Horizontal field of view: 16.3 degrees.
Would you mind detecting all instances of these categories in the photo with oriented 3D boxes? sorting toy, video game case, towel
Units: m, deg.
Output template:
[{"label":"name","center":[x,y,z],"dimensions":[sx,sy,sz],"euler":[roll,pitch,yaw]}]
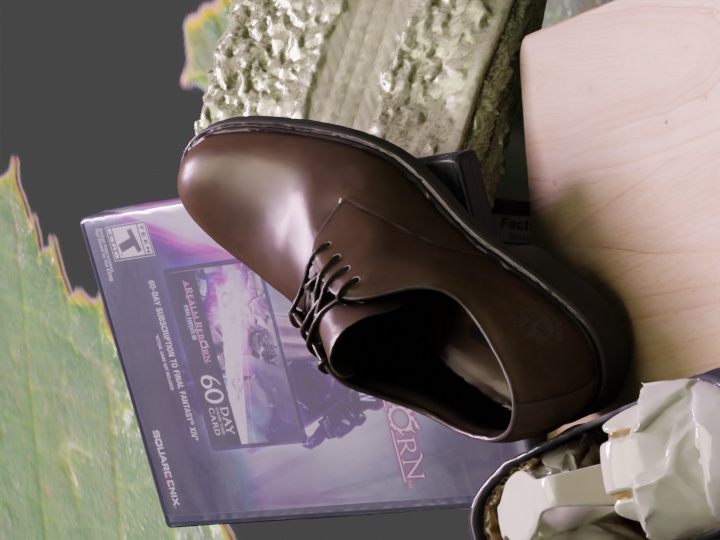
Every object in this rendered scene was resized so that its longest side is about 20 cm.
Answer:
[{"label":"sorting toy","center":[0.147,-0.008,0.927],"dimensions":[0.200,0.069,0.199],"euler":[-16,76,59]},{"label":"video game case","center":[-0.020,0.033,1.038],"dimensions":[0.200,0.019,0.143],"euler":[-8,102,37]},{"label":"towel","center":[0.010,-0.114,1.049],"dimensions":[0.148,0.036,0.201],"euler":[13,82,29]}]

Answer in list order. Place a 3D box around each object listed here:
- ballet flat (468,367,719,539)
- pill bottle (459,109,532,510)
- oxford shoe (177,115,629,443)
[{"label":"ballet flat","center":[0.100,0.074,0.870],"dimensions":[0.200,0.073,0.073],"euler":[-27,63,57]},{"label":"pill bottle","center":[0.032,-0.002,1.101],"dimensions":[0.112,0.112,0.201],"euler":[11,95,61]},{"label":"oxford shoe","center":[0.000,0.000,0.949],"dimensions":[0.200,0.084,0.073],"euler":[29,122,27]}]
